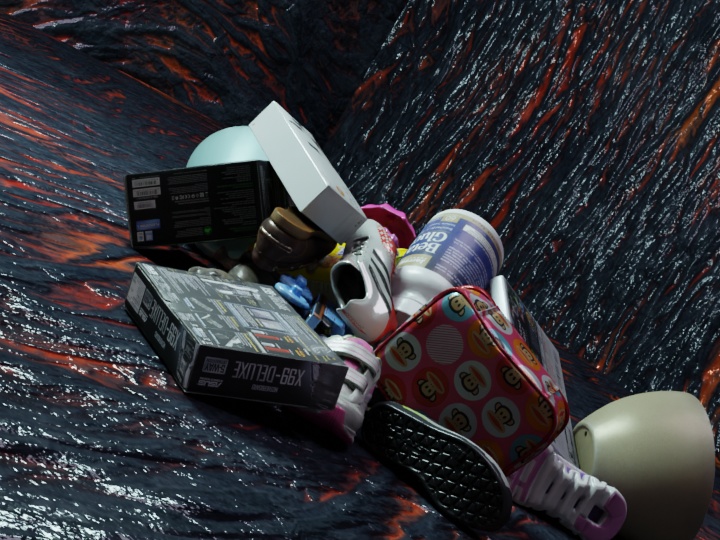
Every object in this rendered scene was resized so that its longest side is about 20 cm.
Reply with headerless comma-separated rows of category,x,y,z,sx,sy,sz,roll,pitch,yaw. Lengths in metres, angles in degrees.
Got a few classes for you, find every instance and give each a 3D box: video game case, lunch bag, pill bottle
video game case,0.213,0.133,1.724,0.182,0.023,0.201,50,27,-42
lunch bag,0.108,0.135,1.515,0.201,0.176,0.082,54,20,11
pill bottle,0.090,0.022,1.723,0.110,0.112,0.200,32,45,6

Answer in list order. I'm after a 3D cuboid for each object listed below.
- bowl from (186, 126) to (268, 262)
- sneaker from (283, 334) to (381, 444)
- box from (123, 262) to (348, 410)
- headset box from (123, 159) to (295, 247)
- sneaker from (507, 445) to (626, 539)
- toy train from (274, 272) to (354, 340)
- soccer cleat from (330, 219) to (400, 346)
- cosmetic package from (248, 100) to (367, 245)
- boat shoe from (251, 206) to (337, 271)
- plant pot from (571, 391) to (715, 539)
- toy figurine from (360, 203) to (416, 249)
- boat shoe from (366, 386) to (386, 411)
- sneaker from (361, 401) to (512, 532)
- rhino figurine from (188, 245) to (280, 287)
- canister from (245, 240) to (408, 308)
bowl,-0.165,-0.086,1.931,0.200,0.202,0.105,31,26,0
sneaker,-0.024,0.110,1.432,0.081,0.089,0.200,30,7,-7
box,-0.123,0.061,1.352,0.156,0.050,0.200,11,17,-31
headset box,-0.180,-0.083,1.773,0.172,0.094,0.200,-5,2,11
sneaker,0.212,0.241,1.641,0.199,0.081,0.088,35,-1,-9
toy train,-0.064,0.066,1.604,0.114,0.087,0.200,37,4,-4
soccer cleat,0.000,0.000,1.638,0.085,0.068,0.201,40,30,-33
cosmetic package,-0.065,-0.121,1.711,0.082,0.051,0.200,37,14,-41
boat shoe,-0.080,-0.034,1.675,0.070,0.071,0.200,34,10,15
plant pot,0.331,0.242,1.751,0.133,0.202,0.200,9,12,-14
toy figurine,0.008,-0.008,2.040,0.149,0.185,0.200,29,7,-13
boat shoe,0.065,0.127,1.623,0.199,0.064,0.074,3,27,-25
sneaker,0.088,0.191,1.421,0.200,0.072,0.083,36,7,36
rhino figurine,-0.149,0.016,1.688,0.087,0.060,0.200,38,10,15
canister,-0.036,0.008,1.816,0.198,0.088,0.148,10,12,28
